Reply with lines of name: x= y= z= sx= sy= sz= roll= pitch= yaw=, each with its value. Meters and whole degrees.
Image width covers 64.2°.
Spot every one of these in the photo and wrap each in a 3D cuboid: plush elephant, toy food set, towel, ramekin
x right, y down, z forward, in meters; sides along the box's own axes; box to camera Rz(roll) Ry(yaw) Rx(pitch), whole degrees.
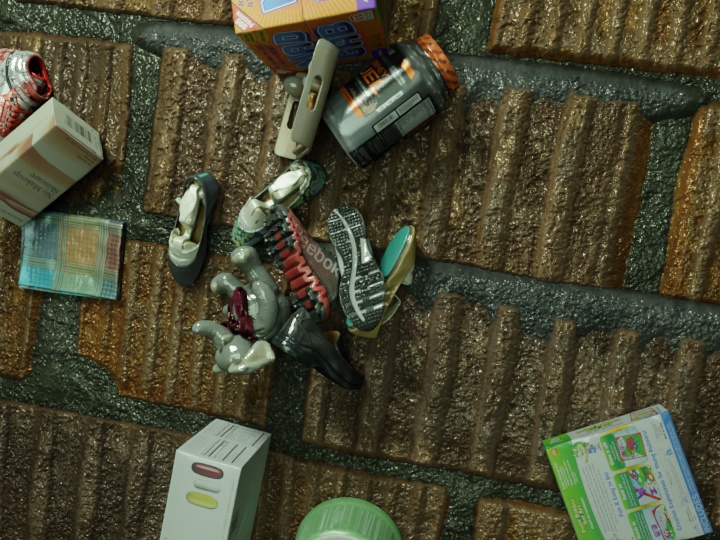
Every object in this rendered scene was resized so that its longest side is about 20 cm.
plush elephant: x=-0.192 y=0.094 z=0.918 sx=0.200 sy=0.164 sz=0.155 roll=49 pitch=54 yaw=-12
toy food set: x=-0.093 y=-0.254 z=0.874 sx=0.060 sy=0.200 sz=0.145 roll=16 pitch=91 yaw=-15
towel: x=-0.525 y=-0.029 z=1.038 sx=0.198 sy=0.022 sz=0.149 roll=7 pitch=95 yaw=8
ramekin: x=-0.025 y=0.495 z=0.951 sx=0.197 sy=0.098 sz=0.203 roll=1 pitch=93 yaw=8

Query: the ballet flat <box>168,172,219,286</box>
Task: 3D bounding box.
ballet flat: x=-0.294 y=-0.070 z=0.977 sx=0.072 sy=0.073 sz=0.202 roll=18 pitch=96 yaw=7

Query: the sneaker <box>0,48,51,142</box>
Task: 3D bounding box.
sneaker: x=-0.611 y=-0.289 z=1.013 sx=0.107 sy=0.067 sz=0.204 roll=5 pitch=91 yaw=11

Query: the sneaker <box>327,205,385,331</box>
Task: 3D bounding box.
sneaker: x=0.000 y=0.000 z=0.910 sx=0.073 sy=0.080 sz=0.202 roll=-12 pitch=72 yaw=6

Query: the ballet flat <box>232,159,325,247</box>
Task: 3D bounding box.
ballet flat: x=-0.149 y=-0.116 z=0.952 sx=0.200 sy=0.074 sz=0.074 roll=-40 pitch=87 yaw=7

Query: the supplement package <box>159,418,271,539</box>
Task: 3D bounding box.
supplement package: x=-0.239 y=0.377 z=0.948 sx=0.110 sy=0.156 sz=0.202 roll=12 pitch=95 yaw=8

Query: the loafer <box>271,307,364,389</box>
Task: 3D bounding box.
loafer: x=-0.050 y=0.130 z=0.909 sx=0.072 sy=0.200 sz=0.073 roll=21 pitch=76 yaw=44

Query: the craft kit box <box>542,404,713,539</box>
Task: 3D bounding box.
craft kit box: x=0.416 y=0.339 z=0.906 sx=0.196 sy=0.049 sz=0.202 roll=-20 pitch=90 yaw=7

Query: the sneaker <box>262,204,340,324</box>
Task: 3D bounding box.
sneaker: x=-0.087 y=-0.018 z=0.937 sx=0.071 sy=0.098 sz=0.202 roll=-23 pitch=93 yaw=43

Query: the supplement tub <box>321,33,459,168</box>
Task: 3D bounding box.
supplement tub: x=0.045 y=-0.262 z=0.888 sx=0.199 sy=0.122 sz=0.123 roll=-35 pitch=88 yaw=8

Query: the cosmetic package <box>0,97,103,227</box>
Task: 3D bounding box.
cosmetic package: x=-0.553 y=-0.182 z=0.981 sx=0.199 sy=0.103 sz=0.088 roll=-36 pitch=52 yaw=10

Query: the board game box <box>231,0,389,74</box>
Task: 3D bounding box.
board game box: x=-0.072 y=-0.436 z=0.857 sx=0.197 sy=0.200 sz=0.202 roll=-6 pitch=92 yaw=9

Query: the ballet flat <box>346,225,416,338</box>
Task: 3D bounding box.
ballet flat: x=0.048 y=0.022 z=0.943 sx=0.063 sy=0.069 sz=0.201 roll=28 pitch=100 yaw=-22
